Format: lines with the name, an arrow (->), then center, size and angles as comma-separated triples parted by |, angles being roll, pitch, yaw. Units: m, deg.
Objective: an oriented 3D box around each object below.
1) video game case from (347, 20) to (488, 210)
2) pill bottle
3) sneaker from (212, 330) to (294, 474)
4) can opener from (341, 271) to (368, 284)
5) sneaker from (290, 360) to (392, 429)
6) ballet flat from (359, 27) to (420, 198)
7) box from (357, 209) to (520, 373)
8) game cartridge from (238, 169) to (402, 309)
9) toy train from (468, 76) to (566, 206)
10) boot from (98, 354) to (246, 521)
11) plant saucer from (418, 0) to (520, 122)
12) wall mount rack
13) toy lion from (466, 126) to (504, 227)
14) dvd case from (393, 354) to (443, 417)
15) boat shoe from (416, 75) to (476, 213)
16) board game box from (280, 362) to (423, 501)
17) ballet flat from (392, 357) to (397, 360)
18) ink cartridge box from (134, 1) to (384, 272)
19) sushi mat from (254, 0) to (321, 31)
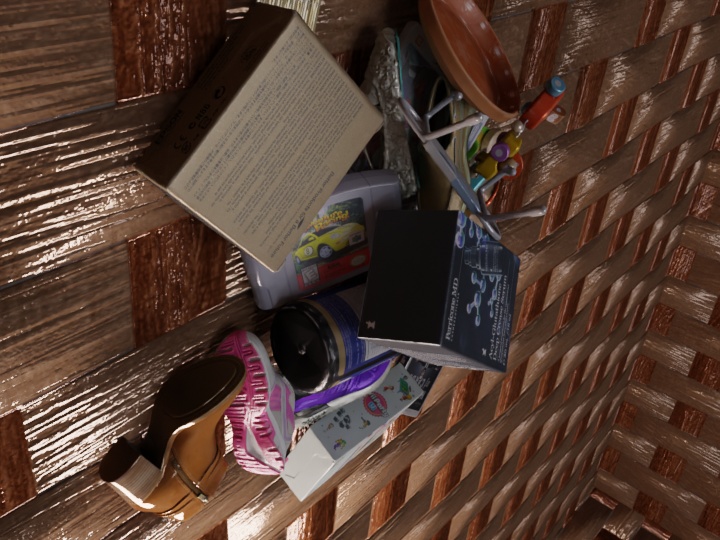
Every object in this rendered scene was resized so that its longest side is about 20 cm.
video game case -> 0.071, -0.179, 0.958 | 0.182, 0.023, 0.201 | 36, 82, -38
pill bottle -> -0.005, 0.070, 0.932 | 0.199, 0.112, 0.113 | -19, 128, -43
sneaker -> -0.129, 0.153, 0.925 | 0.088, 0.081, 0.201 | -65, 153, -56
can opener -> 0.000, 0.000, 1.030 | 0.200, 0.067, 0.053 | -50, 149, 3
sneaker -> -0.037, 0.133, 1.029 | 0.199, 0.069, 0.100 | -29, 129, -29
ballet flat -> 0.027, -0.176, 0.875 | 0.072, 0.071, 0.201 | -30, 119, -42
box -> 0.099, 0.029, 0.876 | 0.200, 0.106, 0.150 | 26, 71, -55
game cartridge -> -0.042, -0.040, 0.866 | 0.199, 0.041, 0.134 | -23, 132, -13
toy train -> 0.196, -0.156, 0.975 | 0.150, 0.056, 0.200 | -50, -177, -35
boot -> -0.187, 0.198, 0.867 | 0.200, 0.074, 0.155 | -41, 140, -8
plant saucer -> 0.131, -0.271, 0.915 | 0.032, 0.201, 0.200 | -28, 165, 31
wall mount rack -> 0.124, -0.118, 0.807 | 0.074, 0.174, 0.200 | -35, 108, 16
toy lion -> 0.117, -0.122, 1.102 | 0.191, 0.068, 0.201 | -6, 118, -46
dvd case -> 0.110, 0.163, 1.333 | 0.201, 0.025, 0.150 | -63, 149, -1
boat shoe -> 0.094, -0.140, 0.924 | 0.076, 0.071, 0.202 | 0, 94, -58
board game box -> -0.015, 0.239, 1.117 | 0.199, 0.064, 0.148 | -28, 162, -42
ballet flat -> 0.076, 0.054, 1.170 | 0.201, 0.069, 0.071 | -61, 174, 10
ink cartridge box -> -0.092, -0.126, 0.729 | 0.201, 0.075, 0.165 | -55, 138, -7
sushi mat -> -0.088, -0.198, 0.775 | 0.095, 0.012, 0.201 | -15, 125, -50
